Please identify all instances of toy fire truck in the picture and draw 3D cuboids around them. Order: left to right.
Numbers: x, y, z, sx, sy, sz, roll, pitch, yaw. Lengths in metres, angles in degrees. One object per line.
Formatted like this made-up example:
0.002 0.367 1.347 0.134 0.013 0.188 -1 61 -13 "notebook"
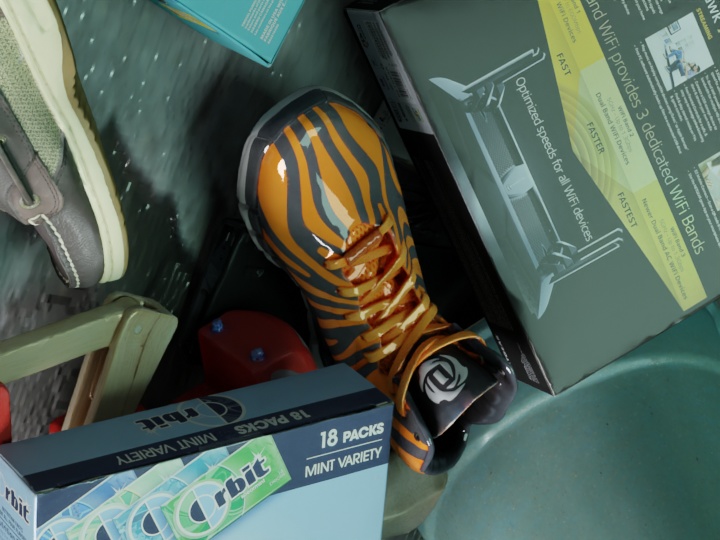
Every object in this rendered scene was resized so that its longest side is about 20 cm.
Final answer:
-0.105 0.059 1.001 0.200 0.049 0.141 -33 136 -27 "toy fire truck"

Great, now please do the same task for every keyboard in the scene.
0.000 0.000 1.123 0.200 0.040 0.104 7 116 -44 "keyboard"

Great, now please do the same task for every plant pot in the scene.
0.132 0.138 1.166 0.200 0.196 0.201 -17 146 -12 "plant pot"

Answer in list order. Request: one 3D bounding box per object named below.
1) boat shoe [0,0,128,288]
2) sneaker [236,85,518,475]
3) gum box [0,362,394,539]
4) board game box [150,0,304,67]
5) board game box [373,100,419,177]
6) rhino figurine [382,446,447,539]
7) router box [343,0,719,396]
-0.139 -0.060 0.894 0.065 0.073 0.200 -26 140 -11 "boat shoe"
0.017 0.012 1.030 0.077 0.112 0.200 -36 137 -12 "sneaker"
-0.073 0.152 0.997 0.169 0.045 0.201 -12 121 -31 "gum box"
-0.070 -0.188 0.908 0.200 0.047 0.151 29 88 -53 "board game box"
0.095 -0.085 1.178 0.200 0.034 0.135 31 86 -53 "board game box"
-0.041 0.114 1.092 0.200 0.087 0.060 -25 129 -40 "rhino figurine"
0.105 -0.068 1.084 0.157 0.052 0.201 -29 106 -14 "router box"
